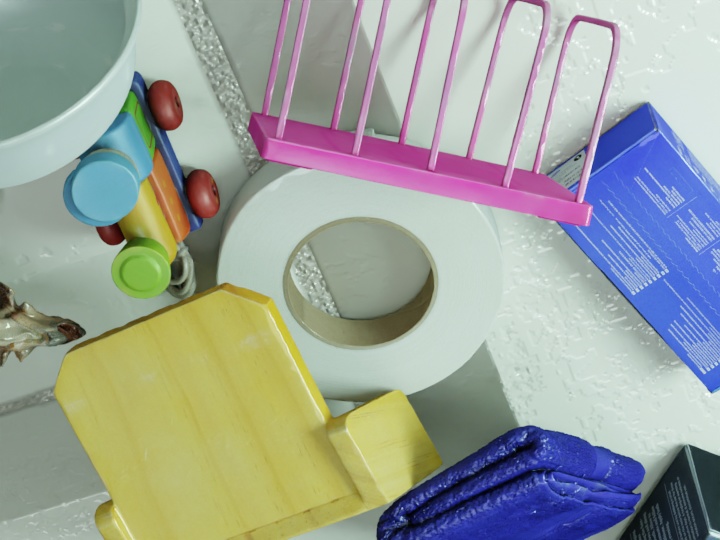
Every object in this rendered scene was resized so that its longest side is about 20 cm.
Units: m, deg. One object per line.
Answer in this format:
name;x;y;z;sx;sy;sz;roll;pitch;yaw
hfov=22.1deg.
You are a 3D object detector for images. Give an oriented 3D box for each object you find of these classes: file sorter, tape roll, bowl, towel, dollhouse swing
file sorter;0.044;-0.117;1.132;0.199;0.139;0.126;11;99;-9
tape roll;0.000;0.000;1.274;0.202;0.037;0.203;0;122;0
bowl;-0.220;-0.116;1.122;0.200;0.201;0.090;-8;140;4
towel;0.113;0.172;1.314;0.148;0.050;0.200;-35;153;18
dollhouse swing;-0.084;0.102;1.287;0.200;0.182;0.176;-23;89;20

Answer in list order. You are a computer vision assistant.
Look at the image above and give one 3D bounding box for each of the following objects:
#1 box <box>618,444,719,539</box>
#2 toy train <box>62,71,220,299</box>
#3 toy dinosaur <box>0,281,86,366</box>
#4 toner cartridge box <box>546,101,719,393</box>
box;0.268;0.256;1.395;0.148;0.107;0.200;20;120;-14
toy train;-0.137;-0.019;1.213;0.084;0.116;0.200;-15;120;9
toy dinosaur;-0.296;0.008;1.244;0.200;0.135;0.086;46;114;7
toner cartridge box;0.220;-0.013;1.266;0.095;0.043;0.200;-35;116;20
